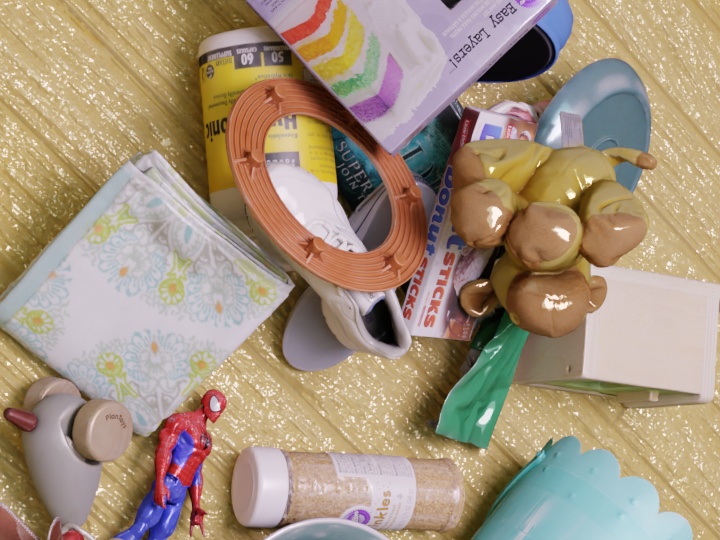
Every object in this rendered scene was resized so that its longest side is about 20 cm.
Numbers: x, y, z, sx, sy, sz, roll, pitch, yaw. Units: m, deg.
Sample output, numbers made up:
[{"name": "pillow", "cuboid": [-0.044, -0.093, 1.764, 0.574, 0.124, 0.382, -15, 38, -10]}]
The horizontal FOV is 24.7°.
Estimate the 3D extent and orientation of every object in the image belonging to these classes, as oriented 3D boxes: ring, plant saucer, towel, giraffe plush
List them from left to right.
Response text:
[{"name": "towel", "cuboid": [-0.176, 0.021, 1.326, 0.171, 0.048, 0.200, 42, 108, -14]}, {"name": "ring", "cuboid": [-0.021, -0.073, 1.312, 0.200, 0.019, 0.201, 26, 45, -29]}, {"name": "giraffe plush", "cuboid": [0.152, -0.018, 1.370, 0.172, 0.163, 0.200, 16, 33, 14]}, {"name": "plant saucer", "cuboid": [0.213, -0.098, 1.524, 0.200, 0.027, 0.201, -30, 134, -37]}]

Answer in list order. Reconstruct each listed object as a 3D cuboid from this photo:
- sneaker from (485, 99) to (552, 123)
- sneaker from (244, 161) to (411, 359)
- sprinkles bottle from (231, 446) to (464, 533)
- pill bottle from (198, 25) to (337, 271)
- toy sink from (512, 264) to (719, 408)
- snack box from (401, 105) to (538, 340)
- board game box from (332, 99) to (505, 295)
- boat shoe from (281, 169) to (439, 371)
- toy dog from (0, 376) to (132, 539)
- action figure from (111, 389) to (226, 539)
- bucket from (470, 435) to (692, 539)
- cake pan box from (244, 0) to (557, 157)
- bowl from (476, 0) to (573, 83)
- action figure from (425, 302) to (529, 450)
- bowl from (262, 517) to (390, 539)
[{"name": "sneaker", "cuboid": [0.160, -0.121, 1.525, 0.199, 0.105, 0.076, -15, 87, -27]}, {"name": "sneaker", "cuboid": [-0.017, -0.008, 1.329, 0.074, 0.087, 0.200, -43, 115, -9]}, {"name": "sprinkles bottle", "cuboid": [-0.010, 0.191, 1.428, 0.199, 0.068, 0.069, 6, 82, -25]}, {"name": "pill bottle", "cuboid": [-0.077, -0.101, 1.404, 0.111, 0.111, 0.201, -4, 86, -26]}, {"name": "toy sink", "cuboid": [0.259, 0.068, 1.538, 0.199, 0.130, 0.113, 9, 80, -26]}, {"name": "snack box", "cuboid": [0.091, -0.038, 1.409, 0.072, 0.024, 0.201, 7, 105, -39]}, {"name": "board game box", "cuboid": [0.051, -0.084, 1.462, 0.200, 0.135, 0.028, 57, 23, -9]}, {"name": "boat shoe", "cuboid": [0.000, 0.000, 1.441, 0.073, 0.065, 0.200, 36, 101, -18]}, {"name": "toy dog", "cuboid": [-0.249, 0.178, 1.293, 0.096, 0.132, 0.201, 9, 69, -47]}, {"name": "action figure", "cuboid": [-0.159, 0.190, 1.361, 0.065, 0.052, 0.201, 43, 63, -49]}, {"name": "bucket", "cuboid": [0.194, 0.265, 1.449, 0.135, 0.207, 0.208, -41, 102, -21]}, {"name": "cake pan box", "cuboid": [0.034, -0.224, 1.330, 0.200, 0.052, 0.184, -42, 90, 2]}, {"name": "bowl", "cuboid": [0.086, -0.221, 1.446, 0.200, 0.200, 0.040, 19, 73, -22]}, {"name": "action figure", "cuboid": [0.123, 0.058, 1.481, 0.201, 0.055, 0.118, -65, 156, 0]}, {"name": "bowl", "cuboid": [-0.049, 0.306, 1.375, 0.200, 0.105, 0.202, 3, 84, -26]}]
